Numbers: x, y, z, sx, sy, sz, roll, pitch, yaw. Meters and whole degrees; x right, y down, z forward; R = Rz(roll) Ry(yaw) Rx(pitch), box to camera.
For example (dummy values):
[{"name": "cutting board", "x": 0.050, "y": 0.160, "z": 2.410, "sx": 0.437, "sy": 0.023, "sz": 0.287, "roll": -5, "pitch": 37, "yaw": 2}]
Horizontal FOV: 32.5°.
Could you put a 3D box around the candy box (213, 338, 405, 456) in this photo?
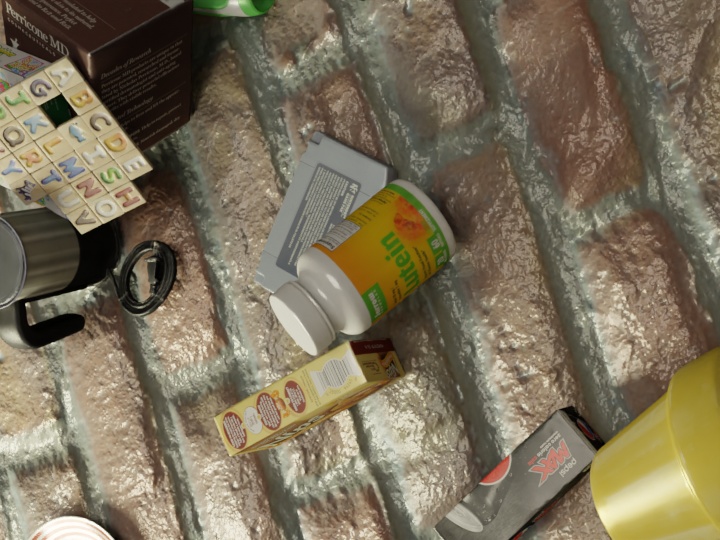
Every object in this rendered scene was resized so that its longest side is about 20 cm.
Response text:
[{"name": "candy box", "x": -0.058, "y": 0.147, "z": 1.438, "sx": 0.199, "sy": 0.115, "sz": 0.056, "roll": -30, "pitch": 76, "yaw": 21}]

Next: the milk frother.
[{"name": "milk frother", "x": -0.361, "y": -0.007, "z": 1.540, "sx": 0.198, "sy": 0.188, "sz": 0.183, "roll": -20, "pitch": 90, "yaw": 27}]

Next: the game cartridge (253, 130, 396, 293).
[{"name": "game cartridge", "x": -0.038, "y": -0.049, "z": 1.478, "sx": 0.132, "sy": 0.041, "sz": 0.202, "roll": 27, "pitch": 100, "yaw": 19}]

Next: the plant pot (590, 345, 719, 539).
[{"name": "plant pot", "x": 0.339, "y": 0.199, "z": 1.219, "sx": 0.188, "sy": 0.200, "sz": 0.202, "roll": -36, "pitch": 74, "yaw": 37}]

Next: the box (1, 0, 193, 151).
[{"name": "box", "x": -0.316, "y": -0.257, "z": 1.498, "sx": 0.165, "sy": 0.164, "sz": 0.201, "roll": 36, "pitch": 143, "yaw": 22}]

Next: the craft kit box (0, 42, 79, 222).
[{"name": "craft kit box", "x": -0.419, "y": -0.178, "z": 1.507, "sx": 0.196, "sy": 0.048, "sz": 0.202, "roll": 22, "pitch": 136, "yaw": 32}]

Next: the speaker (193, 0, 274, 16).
[{"name": "speaker", "x": -0.203, "y": -0.366, "z": 1.537, "sx": 0.198, "sy": 0.088, "sz": 0.090, "roll": 13, "pitch": 94, "yaw": 25}]

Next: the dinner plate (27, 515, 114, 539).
[{"name": "dinner plate", "x": -0.374, "y": 0.424, "z": 1.630, "sx": 0.198, "sy": 0.024, "sz": 0.203, "roll": -1, "pitch": 89, "yaw": 24}]

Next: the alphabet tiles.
[{"name": "alphabet tiles", "x": -0.346, "y": -0.134, "z": 1.438, "sx": 0.166, "sy": 0.008, "sz": 0.201, "roll": -24, "pitch": 123, "yaw": 18}]

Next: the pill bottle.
[{"name": "pill bottle", "x": 0.000, "y": 0.000, "z": 1.370, "sx": 0.199, "sy": 0.111, "sz": 0.111, "roll": -39, "pitch": 70, "yaw": -16}]

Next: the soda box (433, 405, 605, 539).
[{"name": "soda box", "x": 0.176, "y": 0.240, "z": 1.355, "sx": 0.200, "sy": 0.063, "sz": 0.071, "roll": -47, "pitch": 71, "yaw": 16}]
